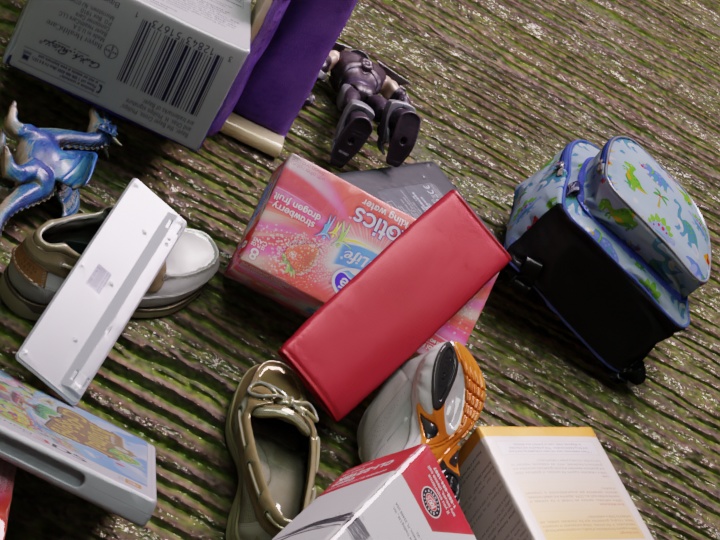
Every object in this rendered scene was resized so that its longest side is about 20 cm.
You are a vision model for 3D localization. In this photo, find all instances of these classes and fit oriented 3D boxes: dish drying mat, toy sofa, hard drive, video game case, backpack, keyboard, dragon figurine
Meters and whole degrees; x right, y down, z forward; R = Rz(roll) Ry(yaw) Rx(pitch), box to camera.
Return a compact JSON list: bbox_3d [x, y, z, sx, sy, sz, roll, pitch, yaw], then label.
[{"bbox_3d":[0.028,0.026,1.432,0.200,0.018,0.077,-42,93,-20],"label":"dish drying mat"},{"bbox_3d":[-0.067,-0.200,1.622,0.082,0.201,0.098,24,29,-13],"label":"toy sofa"},{"bbox_3d":[0.031,-0.034,1.644,0.199,0.033,0.140,-10,54,-45],"label":"hard drive"},{"bbox_3d":[-0.219,0.102,1.204,0.181,0.022,0.200,28,1,-8],"label":"video game case"},{"bbox_3d":[0.235,-0.032,1.691,0.183,0.147,0.201,42,24,-16],"label":"backpack"},{"bbox_3d":[-0.188,0.012,1.344,0.056,0.011,0.201,37,47,-11],"label":"keyboard"},{"bbox_3d":[-0.245,-0.073,1.450,0.099,0.059,0.201,19,36,-18],"label":"dragon figurine"}]

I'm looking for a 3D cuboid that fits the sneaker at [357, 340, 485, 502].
[{"bbox_3d":[0.030,0.151,1.398,0.076,0.092,0.201,42,52,-26],"label":"sneaker"}]

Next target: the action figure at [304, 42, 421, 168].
[{"bbox_3d":[-0.002,-0.164,1.745,0.129,0.070,0.200,13,24,-15],"label":"action figure"}]

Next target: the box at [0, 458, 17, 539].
[{"bbox_3d":[-0.274,0.196,1.074,0.099,0.096,0.201,21,37,-17],"label":"box"}]

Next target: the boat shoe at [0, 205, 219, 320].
[{"bbox_3d":[-0.183,-0.009,1.415,0.199,0.069,0.075,-12,55,-46],"label":"boat shoe"}]

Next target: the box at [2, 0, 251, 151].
[{"bbox_3d":[-0.197,-0.212,1.575,0.182,0.106,0.200,25,20,-12],"label":"box"}]

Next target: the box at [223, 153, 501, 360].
[{"bbox_3d":[0.000,0.000,1.493,0.199,0.095,0.103,28,78,-8],"label":"box"}]

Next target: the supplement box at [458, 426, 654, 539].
[{"bbox_3d":[0.159,0.220,1.406,0.125,0.074,0.201,5,44,-35],"label":"supplement box"}]

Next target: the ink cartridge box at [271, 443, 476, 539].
[{"bbox_3d":[0.003,0.230,1.217,0.200,0.083,0.145,-37,102,-54],"label":"ink cartridge box"}]

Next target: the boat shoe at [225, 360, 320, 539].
[{"bbox_3d":[-0.061,0.134,1.345,0.073,0.063,0.202,23,36,-14],"label":"boat shoe"}]
